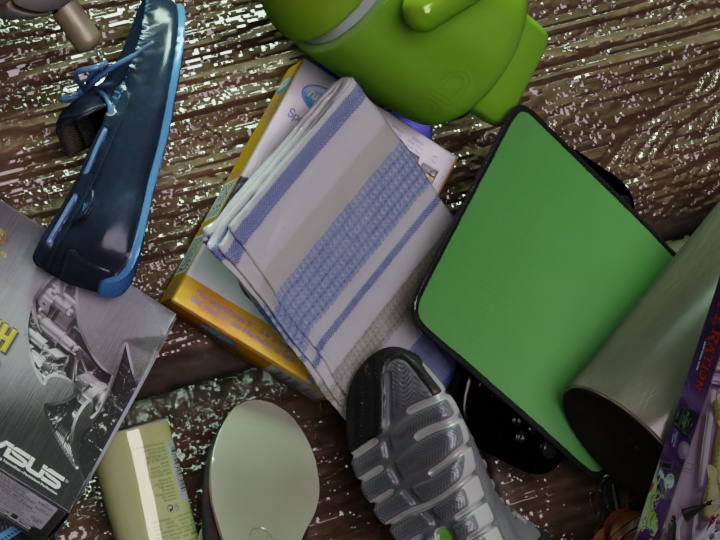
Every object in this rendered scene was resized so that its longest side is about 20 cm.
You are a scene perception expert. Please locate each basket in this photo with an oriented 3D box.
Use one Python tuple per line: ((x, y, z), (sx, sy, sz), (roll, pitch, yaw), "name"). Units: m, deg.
((0.232, 0.047, 1.595), (0.200, 0.180, 0.136), (-44, 109, -19), "basket")

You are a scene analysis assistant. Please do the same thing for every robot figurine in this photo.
((0.020, -0.166, 1.564), (0.199, 0.175, 0.116), (31, 88, -31), "robot figurine")

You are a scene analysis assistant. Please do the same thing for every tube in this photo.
((-0.114, 0.191, 1.530), (0.058, 0.052, 0.201), (-15, 88, -23), "tube")

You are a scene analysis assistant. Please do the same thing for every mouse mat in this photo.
((0.124, 0.015, 1.605), (0.200, 0.008, 0.162), (42, 67, -33), "mouse mat")

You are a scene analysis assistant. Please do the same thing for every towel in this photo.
((0.000, 0.000, 1.558), (0.147, 0.024, 0.200), (-51, 123, -24), "towel")

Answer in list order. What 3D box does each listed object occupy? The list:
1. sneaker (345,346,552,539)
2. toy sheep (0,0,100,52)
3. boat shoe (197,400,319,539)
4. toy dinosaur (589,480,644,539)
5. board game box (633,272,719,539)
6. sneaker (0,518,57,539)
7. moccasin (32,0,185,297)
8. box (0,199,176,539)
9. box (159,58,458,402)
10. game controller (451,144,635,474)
((0.061, 0.141, 1.563), (0.075, 0.115, 0.201), (-26, 81, 20), "sneaker")
((-0.218, -0.211, 1.506), (0.138, 0.138, 0.201), (-35, 105, -19), "toy sheep")
((-0.064, 0.171, 1.527), (0.071, 0.063, 0.201), (9, 52, -18), "boat shoe")
((0.185, 0.193, 1.626), (0.199, 0.102, 0.136), (-30, 78, -1), "toy dinosaur")
((0.235, 0.106, 1.520), (0.119, 0.032, 0.201), (9, 103, -33), "board game box")
((-0.268, 0.150, 1.474), (0.199, 0.073, 0.083), (8, 82, -17), "sneaker")
((-0.148, -0.084, 1.518), (0.068, 0.081, 0.201), (13, 55, -6), "moccasin")
((-0.225, 0.038, 1.479), (0.199, 0.048, 0.159), (34, 51, -8), "box")
((-0.026, -0.034, 1.595), (0.119, 0.041, 0.201), (31, 77, -12), "box")
((0.116, 0.024, 1.621), (0.104, 0.042, 0.201), (32, 71, -48), "game controller")
